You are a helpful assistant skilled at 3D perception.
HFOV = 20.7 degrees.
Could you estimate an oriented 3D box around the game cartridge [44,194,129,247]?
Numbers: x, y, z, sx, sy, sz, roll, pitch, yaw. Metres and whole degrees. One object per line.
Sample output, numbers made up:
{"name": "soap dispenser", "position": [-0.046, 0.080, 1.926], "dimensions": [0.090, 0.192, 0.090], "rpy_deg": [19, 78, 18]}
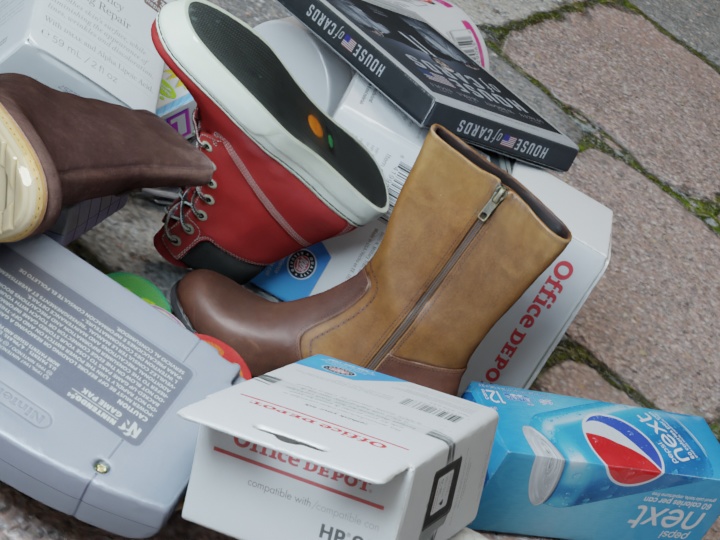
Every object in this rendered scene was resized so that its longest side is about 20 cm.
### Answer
{"name": "game cartridge", "position": [-0.244, -0.064, 1.145], "dimensions": [0.198, 0.039, 0.130], "rpy_deg": [19, 20, 6]}

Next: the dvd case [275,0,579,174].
{"name": "dvd case", "position": [0.038, -0.137, 1.319], "dimensions": [0.150, 0.025, 0.200], "rpy_deg": [13, 23, -45]}

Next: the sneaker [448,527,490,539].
{"name": "sneaker", "position": [0.081, 0.197, 1.056], "dimensions": [0.099, 0.075, 0.200], "rpy_deg": [27, 16, -20]}

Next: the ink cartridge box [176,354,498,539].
{"name": "ink cartridge box", "position": [-0.014, 0.102, 1.013], "dimensions": [0.115, 0.067, 0.200], "rpy_deg": [17, 11, 18]}

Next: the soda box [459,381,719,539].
{"name": "soda box", "position": [0.143, 0.127, 1.251], "dimensions": [0.199, 0.068, 0.064], "rpy_deg": [10, 35, -34]}

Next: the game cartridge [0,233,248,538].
{"name": "game cartridge", "position": [-0.164, 0.049, 1.016], "dimensions": [0.199, 0.042, 0.133], "rpy_deg": [34, 45, 2]}

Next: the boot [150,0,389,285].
{"name": "boot", "position": [-0.094, -0.067, 1.189], "dimensions": [0.200, 0.143, 0.073], "rpy_deg": [45, 29, -39]}

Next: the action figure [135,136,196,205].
{"name": "action figure", "position": [-0.118, -0.109, 1.361], "dimensions": [0.129, 0.070, 0.201], "rpy_deg": [10, 38, -40]}

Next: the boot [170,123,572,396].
{"name": "boot", "position": [0.000, 0.000, 1.171], "dimensions": [0.188, 0.201, 0.068], "rpy_deg": [36, 30, 8]}

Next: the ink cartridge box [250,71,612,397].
{"name": "ink cartridge box", "position": [0.047, -0.017, 1.299], "dimensions": [0.199, 0.145, 0.084], "rpy_deg": [30, 27, -4]}

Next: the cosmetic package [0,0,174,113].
{"name": "cosmetic package", "position": [-0.173, -0.176, 1.235], "dimensions": [0.101, 0.074, 0.201], "rpy_deg": [33, 46, -32]}

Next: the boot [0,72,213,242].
{"name": "boot", "position": [-0.149, -0.063, 1.047], "dimensions": [0.165, 0.073, 0.200], "rpy_deg": [3, 18, -32]}

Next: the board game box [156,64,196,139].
{"name": "board game box", "position": [-0.192, -0.147, 1.307], "dimensions": [0.134, 0.034, 0.200], "rpy_deg": [-28, 57, -20]}

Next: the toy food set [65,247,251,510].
{"name": "toy food set", "position": [-0.151, 0.057, 1.097], "dimensions": [0.197, 0.049, 0.201], "rpy_deg": [22, 30, -18]}

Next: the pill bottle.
{"name": "pill bottle", "position": [-0.001, -0.145, 1.480], "dimensions": [0.113, 0.114, 0.199], "rpy_deg": [45, 31, 22]}
